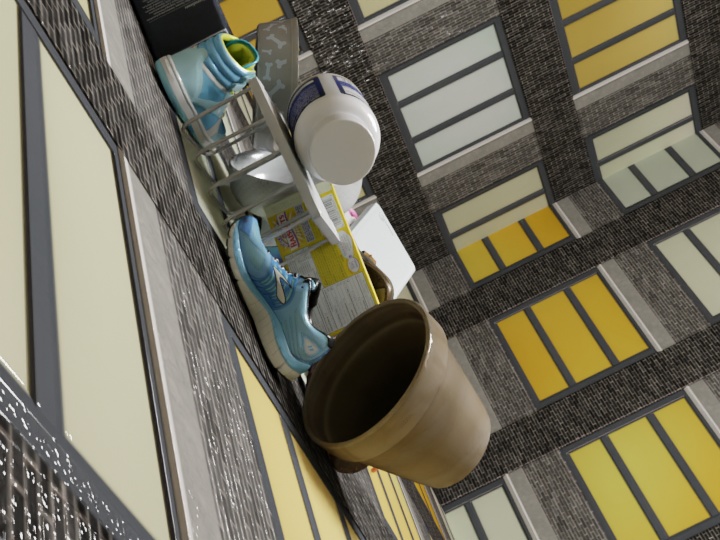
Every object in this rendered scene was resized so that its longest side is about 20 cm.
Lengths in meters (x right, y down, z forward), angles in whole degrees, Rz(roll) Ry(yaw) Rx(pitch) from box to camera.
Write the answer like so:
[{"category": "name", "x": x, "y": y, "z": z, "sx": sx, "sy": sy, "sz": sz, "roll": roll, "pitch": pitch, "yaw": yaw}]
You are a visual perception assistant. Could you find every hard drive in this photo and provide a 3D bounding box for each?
[{"category": "hard drive", "x": 0.016, "y": -0.007, "z": 1.658, "sx": 0.133, "sy": 0.026, "sz": 0.200, "roll": 59, "pitch": 32, "yaw": -14}]

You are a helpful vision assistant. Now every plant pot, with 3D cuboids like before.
[{"category": "plant pot", "x": 0.059, "y": 0.163, "z": 1.255, "sx": 0.173, "sy": 0.200, "sz": 0.201, "roll": 40, "pitch": 13, "yaw": -27}]

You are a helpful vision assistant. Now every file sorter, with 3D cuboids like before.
[{"category": "file sorter", "x": -0.131, "y": -0.114, "z": 1.368, "sx": 0.202, "sy": 0.123, "sz": 0.139, "roll": 65, "pitch": 2, "yaw": 14}]

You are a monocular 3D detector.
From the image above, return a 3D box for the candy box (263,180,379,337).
[{"category": "candy box", "x": -0.050, "y": -0.013, "z": 1.420, "sx": 0.026, "sy": 0.101, "sz": 0.202, "roll": 43, "pitch": 25, "yaw": -75}]

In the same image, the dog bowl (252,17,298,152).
[{"category": "dog bowl", "x": -0.125, "y": -0.264, "z": 1.537, "sx": 0.200, "sy": 0.058, "sz": 0.204, "roll": -177, "pitch": -90, "yaw": -83}]

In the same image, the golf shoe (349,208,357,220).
[{"category": "golf shoe", "x": -0.067, "y": -0.036, "z": 1.878, "sx": 0.074, "sy": 0.202, "sz": 0.092, "roll": 8, "pitch": 25, "yaw": -35}]

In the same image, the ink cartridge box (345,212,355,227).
[{"category": "ink cartridge box", "x": -0.046, "y": 0.009, "z": 1.645, "sx": 0.116, "sy": 0.067, "sz": 0.201, "roll": 53, "pitch": 34, "yaw": -25}]

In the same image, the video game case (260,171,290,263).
[{"category": "video game case", "x": -0.111, "y": -0.078, "z": 1.726, "sx": 0.200, "sy": 0.045, "sz": 0.184, "roll": 64, "pitch": 25, "yaw": -63}]

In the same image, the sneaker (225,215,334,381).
[{"category": "sneaker", "x": -0.090, "y": 0.023, "z": 1.234, "sx": 0.202, "sy": 0.089, "sz": 0.078, "roll": 64, "pitch": 1, "yaw": 15}]

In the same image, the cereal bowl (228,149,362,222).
[{"category": "cereal bowl", "x": -0.097, "y": -0.115, "z": 1.554, "sx": 0.200, "sy": 0.197, "sz": 0.085, "roll": -112, "pitch": -155, "yaw": -68}]

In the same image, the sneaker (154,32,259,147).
[{"category": "sneaker", "x": -0.185, "y": -0.242, "z": 1.436, "sx": 0.080, "sy": 0.129, "sz": 0.200, "roll": 63, "pitch": 0, "yaw": 19}]

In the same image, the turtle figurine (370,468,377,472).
[{"category": "turtle figurine", "x": 0.023, "y": 0.233, "z": 1.702, "sx": 0.162, "sy": 0.064, "sz": 0.201, "roll": 48, "pitch": -48, "yaw": 14}]

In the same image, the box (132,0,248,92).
[{"category": "box", "x": -0.249, "y": -0.357, "z": 1.511, "sx": 0.149, "sy": 0.106, "sz": 0.202, "roll": 63, "pitch": 1, "yaw": -68}]

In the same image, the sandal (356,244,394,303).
[{"category": "sandal", "x": 0.000, "y": 0.000, "z": 1.491, "sx": 0.054, "sy": 0.083, "sz": 0.200, "roll": 12, "pitch": 18, "yaw": -37}]

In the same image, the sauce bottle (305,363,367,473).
[{"category": "sauce bottle", "x": -0.035, "y": 0.166, "z": 1.376, "sx": 0.066, "sy": 0.065, "sz": 0.201, "roll": 63, "pitch": 2, "yaw": -50}]

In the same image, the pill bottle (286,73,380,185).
[{"category": "pill bottle", "x": -0.034, "y": -0.178, "z": 1.358, "sx": 0.200, "sy": 0.110, "sz": 0.112, "roll": -109, "pitch": 174, "yaw": -67}]
